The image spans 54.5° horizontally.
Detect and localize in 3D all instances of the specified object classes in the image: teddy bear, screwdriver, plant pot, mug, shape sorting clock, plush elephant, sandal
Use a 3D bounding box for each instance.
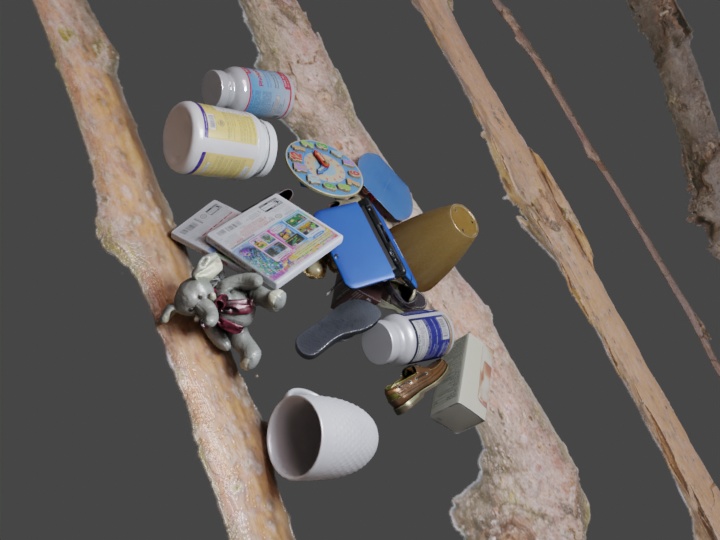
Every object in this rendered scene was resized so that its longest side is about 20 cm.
[{"bbox_3d":[-0.087,-0.040,1.501,0.145,0.200,0.067,-30,128,-18],"label":"teddy bear"},{"bbox_3d":[-0.016,0.002,1.465,0.200,0.028,0.029,-51,123,-42],"label":"screwdriver"},{"bbox_3d":[0.185,-0.073,1.711,0.186,0.200,0.186,22,51,-29],"label":"plant pot"},{"bbox_3d":[-0.071,0.290,1.290,0.175,0.148,0.200,15,23,-45],"label":"mug"},{"bbox_3d":[-0.084,-0.245,1.659,0.200,0.039,0.200,15,42,-14],"label":"shape sorting clock"},{"bbox_3d":[-0.259,0.061,1.250,0.200,0.165,0.155,41,19,30],"label":"plush elephant"},{"bbox_3d":[-0.049,0.120,1.453,0.200,0.043,0.076,-25,64,-23],"label":"sandal"}]

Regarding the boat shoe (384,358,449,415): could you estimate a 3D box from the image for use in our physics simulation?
[{"bbox_3d":[0.128,0.237,1.543,0.068,0.072,0.200,56,41,1],"label":"boat shoe"}]

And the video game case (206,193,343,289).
[{"bbox_3d":[-0.164,-0.062,1.362,0.182,0.024,0.200,33,46,20],"label":"video game case"}]

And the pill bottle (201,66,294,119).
[{"bbox_3d":[-0.256,-0.407,1.600,0.200,0.109,0.109,-8,69,-45],"label":"pill bottle"}]

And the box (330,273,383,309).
[{"bbox_3d":[0.000,0.000,1.568,0.075,0.100,0.200,28,46,-24],"label":"box"}]

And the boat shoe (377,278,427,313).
[{"bbox_3d":[0.102,0.059,1.628,0.200,0.065,0.072,19,51,-48],"label":"boat shoe"}]

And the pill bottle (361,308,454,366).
[{"bbox_3d":[0.106,0.149,1.550,0.200,0.116,0.116,-3,65,-43],"label":"pill bottle"}]

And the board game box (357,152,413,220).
[{"bbox_3d":[0.054,-0.210,1.808,0.200,0.039,0.158,45,37,-17],"label":"board game box"}]

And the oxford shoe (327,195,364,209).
[{"bbox_3d":[-0.035,-0.146,1.623,0.075,0.070,0.200,26,15,-5],"label":"oxford shoe"}]

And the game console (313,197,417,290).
[{"bbox_3d":[0.013,-0.040,1.468,0.200,0.118,0.171,65,8,26],"label":"game console"}]

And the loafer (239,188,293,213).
[{"bbox_3d":[-0.209,-0.118,1.483,0.072,0.063,0.200,46,42,-7],"label":"loafer"}]

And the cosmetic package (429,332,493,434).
[{"bbox_3d":[0.235,0.258,1.606,0.087,0.103,0.200,36,46,-18],"label":"cosmetic package"}]

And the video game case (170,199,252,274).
[{"bbox_3d":[-0.247,-0.062,1.374,0.200,0.018,0.143,26,41,13],"label":"video game case"}]

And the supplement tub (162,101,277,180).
[{"bbox_3d":[-0.288,-0.263,1.447,0.200,0.145,0.145,1,62,-42],"label":"supplement tub"}]
